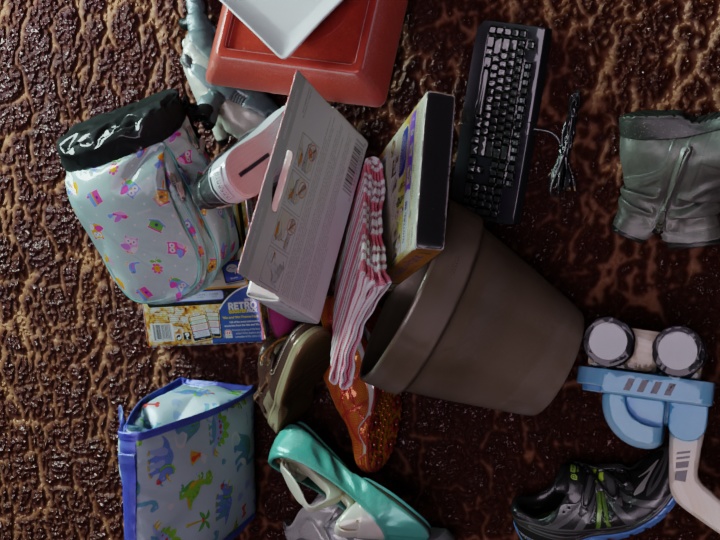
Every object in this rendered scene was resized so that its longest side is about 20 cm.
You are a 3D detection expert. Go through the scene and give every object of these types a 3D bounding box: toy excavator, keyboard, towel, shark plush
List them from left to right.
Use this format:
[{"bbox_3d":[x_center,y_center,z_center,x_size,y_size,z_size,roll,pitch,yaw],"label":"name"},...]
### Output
[{"bbox_3d":[-0.147,-0.223,1.171,0.083,0.091,0.200,-23,71,2],"label":"shark plush"},{"bbox_3d":[0.000,0.000,1.063,0.030,0.200,0.147,11,129,-8],"label":"towel"},{"bbox_3d":[0.163,-0.145,1.085,0.127,0.021,0.201,11,104,16],"label":"keyboard"},{"bbox_3d":[0.300,0.154,1.027,0.194,0.100,0.201,7,87,19],"label":"toy excavator"}]

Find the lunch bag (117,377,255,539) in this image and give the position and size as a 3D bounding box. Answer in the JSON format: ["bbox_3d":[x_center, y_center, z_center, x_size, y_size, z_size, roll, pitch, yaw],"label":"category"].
[{"bbox_3d":[-0.203,0.226,1.180,0.127,0.200,0.171,2,101,18],"label":"lunch bag"}]

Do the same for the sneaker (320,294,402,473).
[{"bbox_3d":[-0.004,0.121,1.174,0.077,0.073,0.201,-6,92,36],"label":"sneaker"}]

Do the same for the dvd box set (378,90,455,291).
[{"bbox_3d":[0.046,-0.068,1.028,0.029,0.200,0.147,8,77,-10],"label":"dvd box set"}]

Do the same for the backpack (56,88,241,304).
[{"bbox_3d":[-0.213,-0.068,1.104,0.167,0.127,0.200,-11,114,31],"label":"backpack"}]

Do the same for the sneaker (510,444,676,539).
[{"bbox_3d":[0.242,0.229,1.095,0.199,0.071,0.083,-29,108,23],"label":"sneaker"}]

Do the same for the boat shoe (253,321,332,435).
[{"bbox_3d":[-0.083,0.105,1.150,0.072,0.072,0.200,45,152,16],"label":"boat shoe"}]

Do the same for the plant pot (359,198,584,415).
[{"bbox_3d":[0.119,0.054,1.061,0.173,0.200,0.200,25,107,-4],"label":"plant pot"}]

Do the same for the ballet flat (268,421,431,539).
[{"bbox_3d":[-0.020,0.244,1.149,0.200,0.070,0.067,35,152,20],"label":"ballet flat"}]

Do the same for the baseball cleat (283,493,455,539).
[{"bbox_3d":[0.003,0.291,1.193,0.200,0.070,0.107,-15,95,19],"label":"baseball cleat"}]

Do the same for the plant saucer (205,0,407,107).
[{"bbox_3d":[-0.053,-0.278,1.088,0.199,0.037,0.201,11,82,16],"label":"plant saucer"}]

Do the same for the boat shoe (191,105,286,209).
[{"bbox_3d":[-0.100,-0.119,1.090,0.071,0.200,0.072,-14,103,38],"label":"boat shoe"}]

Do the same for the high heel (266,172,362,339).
[{"bbox_3d":[-0.047,-0.015,1.156,0.096,0.067,0.201,9,105,13],"label":"high heel"}]

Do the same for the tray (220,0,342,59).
[{"bbox_3d":[-0.102,-0.307,1.076,0.107,0.022,0.200,-45,72,2],"label":"tray"}]

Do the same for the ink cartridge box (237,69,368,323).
[{"bbox_3d":[-0.065,-0.066,1.025,0.043,0.174,0.201,9,77,27],"label":"ink cartridge box"}]

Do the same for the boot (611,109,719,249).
[{"bbox_3d":[0.341,-0.086,1.020,0.200,0.068,0.131,3,106,26],"label":"boot"}]

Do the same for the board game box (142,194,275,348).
[{"bbox_3d":[-0.179,-0.017,1.208,0.151,0.046,0.201,-3,99,19],"label":"board game box"}]
